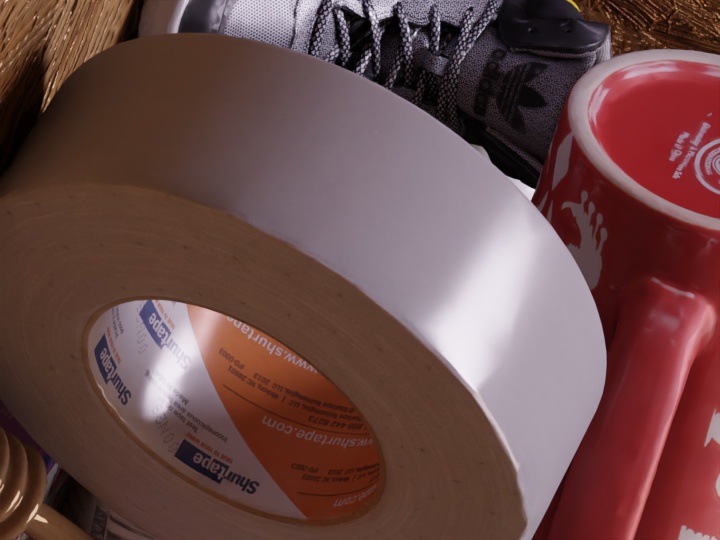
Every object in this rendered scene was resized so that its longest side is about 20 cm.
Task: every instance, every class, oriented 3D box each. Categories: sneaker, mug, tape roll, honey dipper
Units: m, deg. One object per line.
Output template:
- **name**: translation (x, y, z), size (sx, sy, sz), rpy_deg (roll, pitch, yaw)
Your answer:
- **sneaker**: translation (0.021, -0.079, 0.988), size (0.199, 0.114, 0.076), rpy_deg (-2, 115, -48)
- **mug**: translation (0.108, 0.047, 0.965), size (0.178, 0.132, 0.201), rpy_deg (-108, -155, -50)
- **tape roll**: translation (-0.026, 0.021, 0.860), size (0.066, 0.199, 0.201), rpy_deg (-58, 174, -33)
- **honey dipper**: translation (-0.091, 0.096, 0.937), size (0.200, 0.038, 0.038), rpy_deg (43, 71, -51)

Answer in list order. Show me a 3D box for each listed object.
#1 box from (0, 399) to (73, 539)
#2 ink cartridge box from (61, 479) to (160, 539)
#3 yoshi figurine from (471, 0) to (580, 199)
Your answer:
- **box**: translation (-0.152, 0.111, 0.978), size (0.200, 0.039, 0.137), rpy_deg (-59, 175, -48)
- **ink cartridge box**: translation (-0.074, 0.104, 1.080), size (0.147, 0.082, 0.202), rpy_deg (-137, -122, -75)
- **yoshi figurine**: translation (0.048, -0.017, 1.120), size (0.201, 0.112, 0.112), rpy_deg (-56, 152, -15)
